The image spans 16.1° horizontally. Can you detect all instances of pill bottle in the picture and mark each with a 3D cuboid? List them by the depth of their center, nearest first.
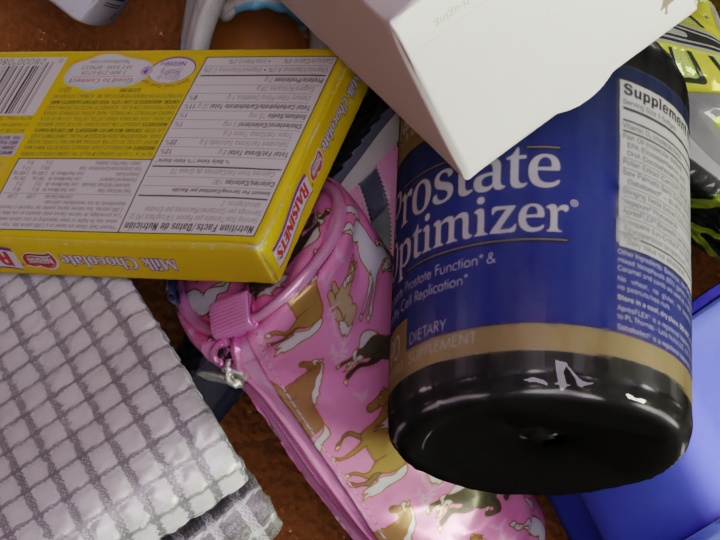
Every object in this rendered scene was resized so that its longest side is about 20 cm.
[{"bbox_3d":[0.068,-0.026,0.949,0.111,0.112,0.201,6,65,-9],"label":"pill bottle"}]

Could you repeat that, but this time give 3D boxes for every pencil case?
[{"bbox_3d":[0.003,0.057,1.000,0.086,0.083,0.200,-34,126,0],"label":"pencil case"}]

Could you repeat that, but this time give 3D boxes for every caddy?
[{"bbox_3d":[0.160,0.061,1.038,0.200,0.141,0.105,-33,88,-10],"label":"caddy"}]

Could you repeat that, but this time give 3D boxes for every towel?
[{"bbox_3d":[-0.138,0.074,0.970,0.165,0.200,0.086,-33,132,-5],"label":"towel"}]

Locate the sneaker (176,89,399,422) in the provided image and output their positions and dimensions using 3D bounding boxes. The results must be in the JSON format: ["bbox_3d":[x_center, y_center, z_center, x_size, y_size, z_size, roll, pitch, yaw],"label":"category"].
[{"bbox_3d":[0.000,0.000,1.052,0.082,0.070,0.200,41,86,-14],"label":"sneaker"}]

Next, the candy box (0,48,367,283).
[{"bbox_3d":[-0.103,-0.042,0.981,0.199,0.026,0.103,3,52,28],"label":"candy box"}]

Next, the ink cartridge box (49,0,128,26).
[{"bbox_3d":[-0.135,-0.221,1.017,0.200,0.047,0.160,38,99,5],"label":"ink cartridge box"}]

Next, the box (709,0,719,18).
[{"bbox_3d":[0.215,-0.160,1.112,0.117,0.048,0.201,10,82,-9],"label":"box"}]

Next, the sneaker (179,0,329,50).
[{"bbox_3d":[-0.035,-0.129,1.049,0.076,0.081,0.201,4,84,-8],"label":"sneaker"}]

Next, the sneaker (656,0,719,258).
[{"bbox_3d":[0.107,-0.088,1.066,0.200,0.075,0.076,40,72,12],"label":"sneaker"}]

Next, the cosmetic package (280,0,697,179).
[{"bbox_3d":[0.017,-0.135,0.919,0.107,0.200,0.085,-37,133,-7],"label":"cosmetic package"}]
